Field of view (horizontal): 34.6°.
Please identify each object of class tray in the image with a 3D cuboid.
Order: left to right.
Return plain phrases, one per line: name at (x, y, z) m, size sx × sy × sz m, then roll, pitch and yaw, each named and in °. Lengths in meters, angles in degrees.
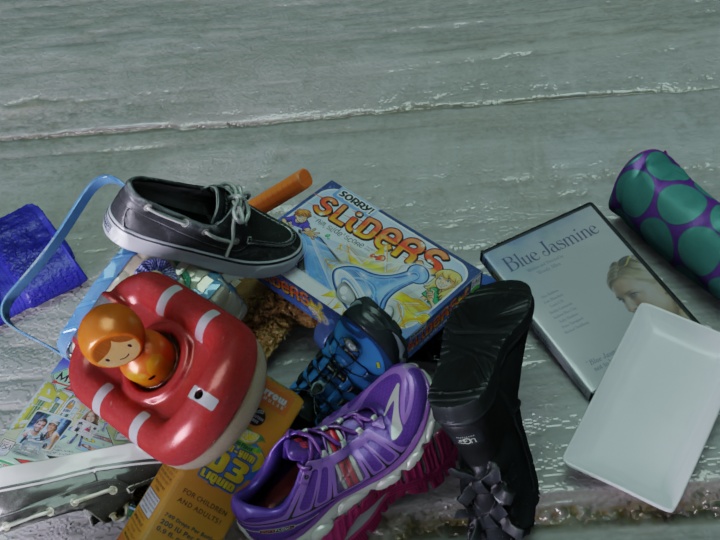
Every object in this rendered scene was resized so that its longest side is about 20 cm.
tray at (0.271, 0.124, 1.063) m, size 0.107 × 0.022 × 0.200 m, roll 24°, pitch 57°, yaw 18°

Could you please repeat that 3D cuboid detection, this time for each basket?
basket at (-0.222, 0.020, 1.103) m, size 0.200 × 0.139 × 0.177 m, roll 29°, pitch 81°, yaw 20°

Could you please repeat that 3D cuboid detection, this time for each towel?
towel at (-0.420, 0.005, 1.272) m, size 0.200 × 0.050 × 0.148 m, roll -31°, pitch 48°, yaw -21°

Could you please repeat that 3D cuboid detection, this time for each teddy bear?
teddy bear at (-0.109, 0.041, 1.194) m, size 0.200 × 0.067 × 0.145 m, roll -28°, pitch 39°, yaw -11°

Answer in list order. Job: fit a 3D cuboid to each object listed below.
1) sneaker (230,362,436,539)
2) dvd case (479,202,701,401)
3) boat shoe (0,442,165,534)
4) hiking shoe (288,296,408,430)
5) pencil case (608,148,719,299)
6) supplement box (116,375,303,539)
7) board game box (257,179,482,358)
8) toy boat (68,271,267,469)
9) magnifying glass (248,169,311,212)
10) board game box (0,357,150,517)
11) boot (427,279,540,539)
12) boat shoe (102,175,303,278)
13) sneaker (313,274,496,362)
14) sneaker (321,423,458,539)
sneaker at (-0.020, 0.149, 0.946) m, size 0.200 × 0.083 × 0.081 m, roll -44°, pitch 45°, yaw -6°
dvd case at (0.232, 0.025, 1.164) m, size 0.142 × 0.018 × 0.200 m, roll -24°, pitch 56°, yaw -16°
boat shoe at (-0.229, 0.191, 1.016) m, size 0.200 × 0.071 × 0.064 m, roll -9°, pitch 77°, yaw -12°
hiking shoe at (-0.018, 0.101, 1.023) m, size 0.074 × 0.200 × 0.087 m, roll 42°, pitch 56°, yaw 13°
pencil case at (0.349, -0.045, 1.191) m, size 0.092 × 0.085 × 0.200 m, roll -38°, pitch 51°, yaw -6°
supplement box at (-0.130, 0.175, 0.980) m, size 0.200 × 0.066 × 0.069 m, roll -60°, pitch 17°, yaw -9°
board game box at (0.000, 0.000, 1.130) m, size 0.200 × 0.035 × 0.135 m, roll 32°, pitch 54°, yaw 27°
toy boat at (-0.173, 0.068, 0.926) m, size 0.200 × 0.131 × 0.131 m, roll 27°, pitch 82°, yaw 38°
magnifying glass at (-0.133, -0.054, 1.226) m, size 0.200 × 0.022 × 0.080 m, roll -26°, pitch 13°, yaw 30°
board game box at (-0.234, 0.160, 1.107) m, size 0.200 × 0.029 × 0.135 m, roll 13°, pitch 49°, yaw 20°
boot at (0.120, 0.125, 1.001) m, size 0.073 × 0.163 × 0.198 m, roll -5°, pitch 32°, yaw 25°
boat shoe at (-0.130, -0.047, 1.051) m, size 0.199 × 0.068 × 0.074 m, roll 14°, pitch 41°, yaw -31°
sneaker at (0.057, 0.058, 1.139) m, size 0.200 × 0.070 × 0.078 m, roll -15°, pitch 38°, yaw -9°
sneaker at (0.016, 0.163, 1.032) m, size 0.200 × 0.081 × 0.088 m, roll -32°, pitch 51°, yaw -24°
